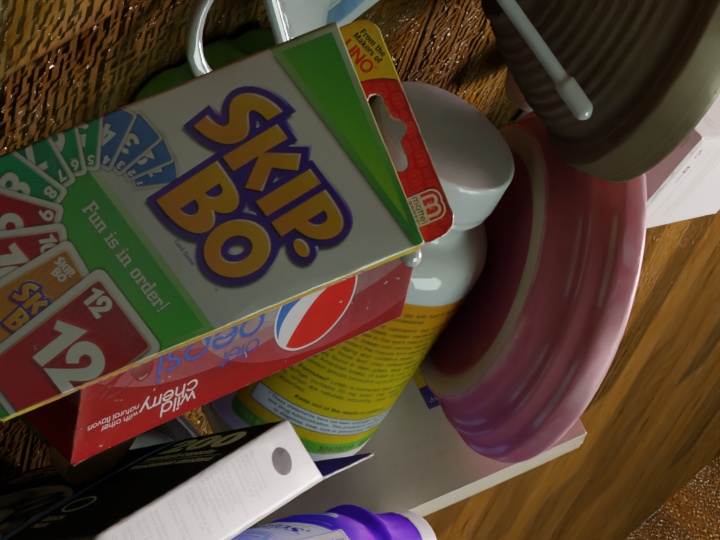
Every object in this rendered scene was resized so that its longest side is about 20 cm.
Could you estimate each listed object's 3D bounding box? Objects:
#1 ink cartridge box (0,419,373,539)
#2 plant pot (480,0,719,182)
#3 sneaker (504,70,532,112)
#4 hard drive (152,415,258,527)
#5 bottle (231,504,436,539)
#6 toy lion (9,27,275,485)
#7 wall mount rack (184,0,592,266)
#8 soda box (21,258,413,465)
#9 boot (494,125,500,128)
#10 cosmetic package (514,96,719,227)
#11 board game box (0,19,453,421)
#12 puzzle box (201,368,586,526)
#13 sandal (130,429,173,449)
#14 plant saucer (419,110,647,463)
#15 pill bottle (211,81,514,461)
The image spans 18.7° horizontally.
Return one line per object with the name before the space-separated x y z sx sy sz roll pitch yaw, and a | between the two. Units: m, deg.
ink cartridge box | -0.126 0.120 1.086 0.197 0.044 0.199 -13 -172 39
plant pot | 0.120 -0.153 1.062 0.202 0.092 0.202 -58 -161 34
sneaker | 0.159 -0.161 1.292 0.199 0.073 0.085 -32 132 -31
hard drive | -0.090 0.200 1.264 0.140 0.200 0.033 -46 163 2
bottle | -0.035 0.161 1.135 0.083 0.066 0.199 -10 177 39
toy lion | -0.090 -0.016 1.012 0.200 0.069 0.192 -40 156 -19
wall mount rack | 0.024 -0.112 0.951 0.200 0.074 0.175 -39 137 -22
soda box | -0.064 0.009 0.960 0.199 0.063 0.070 -22 139 -39
boot | 0.062 -0.008 1.383 0.182 0.072 0.200 -52 166 12
cosmetic package | 0.196 -0.095 1.440 0.085 0.108 0.200 -51 162 20
board game box | -0.067 -0.023 0.859 0.198 0.096 0.030 -23 180 -10
puzzle box | 0.016 0.080 1.269 0.198 0.134 0.025 -20 157 -17
sandal | -0.160 0.184 1.237 0.050 0.082 0.204 1 -111 56
plant saucer | 0.083 0.001 1.181 0.050 0.202 0.201 15 130 -21
pill bottle | 0.000 0.000 1.166 0.111 0.111 0.201 -25 154 -50
